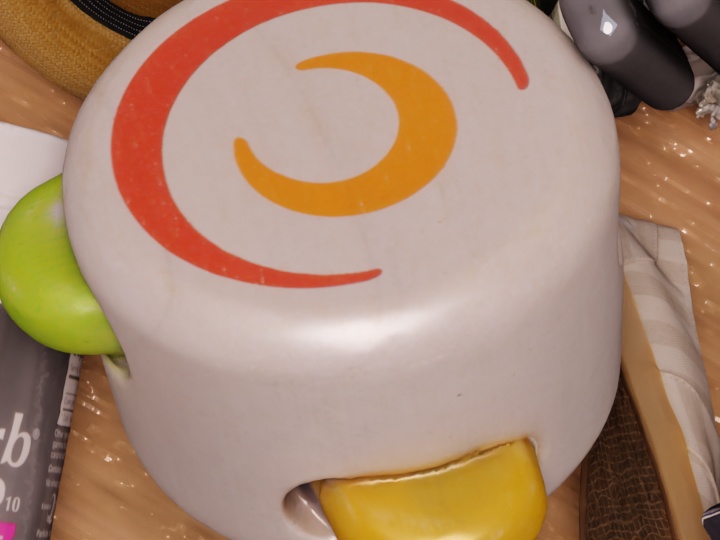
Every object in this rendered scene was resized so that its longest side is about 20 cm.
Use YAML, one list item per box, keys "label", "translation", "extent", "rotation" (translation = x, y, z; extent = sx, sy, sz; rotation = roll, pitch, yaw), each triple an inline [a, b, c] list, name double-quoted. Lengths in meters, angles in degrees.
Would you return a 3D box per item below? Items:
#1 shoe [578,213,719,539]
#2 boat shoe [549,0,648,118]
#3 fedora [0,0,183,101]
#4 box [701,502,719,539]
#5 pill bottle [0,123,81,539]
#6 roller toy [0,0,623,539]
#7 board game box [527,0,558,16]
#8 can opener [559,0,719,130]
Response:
- label: "shoe"
  translation: [0.109, 0.060, 0.843]
  extent: [0.053, 0.070, 0.201]
  rotation: [4, 55, -22]
- label: "boat shoe"
  translation: [0.082, -0.151, 0.889]
  extent: [0.066, 0.074, 0.201]
  rotation: [1, 79, -34]
- label: "fedora"
  translation: [-0.056, -0.148, 0.863]
  extent: [0.199, 0.082, 0.202]
  rotation: [-2, 121, -4]
- label: "box"
  translation: [0.239, 0.106, 0.702]
  extent: [0.199, 0.104, 0.183]
  rotation: [-24, 85, -29]
- label: "pill bottle"
  translation: [-0.161, 0.047, 0.841]
  extent: [0.116, 0.116, 0.201]
  rotation: [9, 86, 2]
- label: "roller toy"
  translation: [0.000, 0.000, 0.786]
  extent: [0.199, 0.140, 0.183]
  rotation: [24, 56, 25]
- label: "board game box"
  translation: [-0.012, -0.145, 0.806]
  extent: [0.199, 0.024, 0.105]
  rotation: [22, 115, -17]
- label: "can opener"
  translation: [0.109, -0.088, 0.820]
  extent: [0.052, 0.200, 0.067]
  rotation: [-28, 82, 15]
